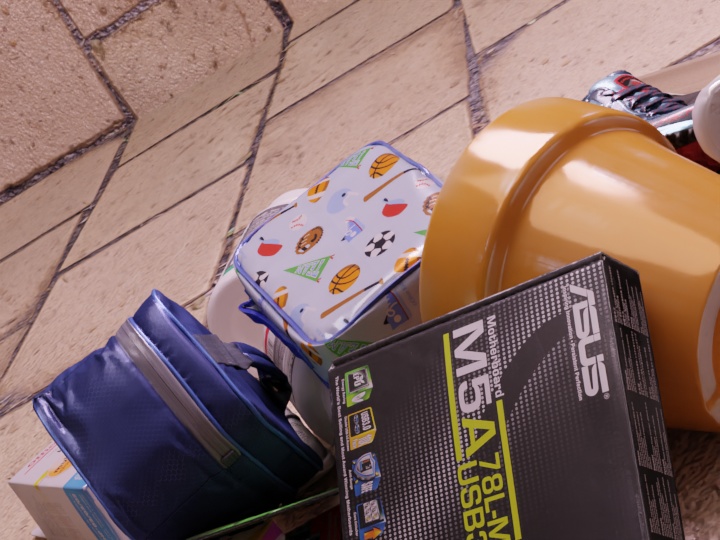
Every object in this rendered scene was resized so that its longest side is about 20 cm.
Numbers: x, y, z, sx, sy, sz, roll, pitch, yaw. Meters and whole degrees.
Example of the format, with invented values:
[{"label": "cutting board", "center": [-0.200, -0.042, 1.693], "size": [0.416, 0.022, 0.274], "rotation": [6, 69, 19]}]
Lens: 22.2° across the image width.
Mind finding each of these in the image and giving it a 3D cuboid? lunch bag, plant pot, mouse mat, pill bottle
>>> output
[{"label": "lunch bag", "center": [-0.109, 0.107, 1.231], "size": [0.132, 0.136, 0.200], "rotation": [-41, -21, 0]}, {"label": "plant pot", "center": [0.167, 0.011, 1.079], "size": [0.200, 0.201, 0.183], "rotation": [-41, 37, -27]}, {"label": "mouse mat", "center": [-0.012, 0.139, 1.168], "size": [0.160, 0.008, 0.199], "rotation": [-23, -6, 32]}, {"label": "pill bottle", "center": [-0.063, 0.006, 1.645], "size": [0.113, 0.114, 0.200], "rotation": [-27, 18, 20]}, {"label": "pill bottle", "center": [-0.003, 0.070, 1.349], "size": [0.110, 0.111, 0.200], "rotation": [-34, 16, -5]}, {"label": "lunch bag", "center": [0.000, 0.000, 1.249], "size": [0.160, 0.076, 0.200], "rotation": [-41, 30, -5]}]

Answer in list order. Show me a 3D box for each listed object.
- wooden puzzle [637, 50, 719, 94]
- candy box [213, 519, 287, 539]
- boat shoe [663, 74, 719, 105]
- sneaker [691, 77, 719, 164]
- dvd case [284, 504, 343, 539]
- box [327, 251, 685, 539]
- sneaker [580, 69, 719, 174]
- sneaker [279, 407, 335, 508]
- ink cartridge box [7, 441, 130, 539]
[{"label": "wooden puzzle", "center": [0.217, -0.092, 1.526], "size": [0.185, 0.046, 0.200], "rotation": [-15, 29, 49]}, {"label": "candy box", "center": [-0.138, 0.239, 1.131], "size": [0.199, 0.061, 0.137], "rotation": [-23, 19, 32]}, {"label": "boat shoe", "center": [0.275, -0.107, 1.360], "size": [0.060, 0.072, 0.200], "rotation": [16, 23, 42]}, {"label": "sneaker", "center": [0.277, -0.077, 1.116], "size": [0.082, 0.199, 0.078], "rotation": [-160, 81, -66]}, {"label": "dvd case", "center": [-0.058, 0.217, 1.191], "size": [0.199, 0.022, 0.146], "rotation": [-29, 16, 10]}, {"label": "box", "center": [0.075, 0.116, 0.981], "size": [0.192, 0.047, 0.202], "rotation": [-23, 60, 35]}, {"label": "sneaker", "center": [0.182, -0.098, 1.249], "size": [0.199, 0.079, 0.096], "rotation": [-18, 63, 50]}, {"label": "sneaker", "center": [-0.083, 0.125, 1.388], "size": [0.075, 0.082, 0.200], "rotation": [-37, 19, -12]}, {"label": "ink cartridge box", "center": [-0.219, 0.170, 1.550], "size": [0.115, 0.068, 0.199], "rotation": [-42, 18, -28]}]
